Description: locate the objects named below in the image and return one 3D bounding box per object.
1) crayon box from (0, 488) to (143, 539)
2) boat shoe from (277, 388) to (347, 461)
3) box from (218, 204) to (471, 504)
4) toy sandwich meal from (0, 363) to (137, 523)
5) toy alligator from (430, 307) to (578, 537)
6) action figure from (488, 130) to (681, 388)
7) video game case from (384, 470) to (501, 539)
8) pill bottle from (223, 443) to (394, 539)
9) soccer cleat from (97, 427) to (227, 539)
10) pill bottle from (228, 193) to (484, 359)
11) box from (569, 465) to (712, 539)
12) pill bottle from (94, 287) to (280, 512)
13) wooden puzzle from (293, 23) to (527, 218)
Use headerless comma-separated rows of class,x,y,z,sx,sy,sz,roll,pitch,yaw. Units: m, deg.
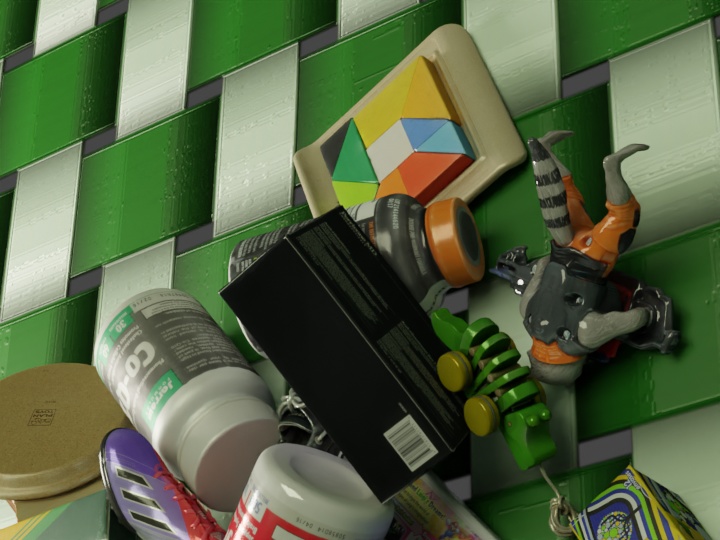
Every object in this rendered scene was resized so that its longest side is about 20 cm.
crayon box,-0.245,0.255,1.646,0.199,0.126,0.052,-23,52,30
boat shoe,-0.036,0.127,1.555,0.073,0.068,0.200,-17,42,56
box,0.000,0.060,1.464,0.079,0.141,0.200,-39,88,22
toy sandwich meal,-0.277,0.162,1.736,0.204,0.071,0.206,-7,34,4
toy alligator,0.116,0.101,1.426,0.201,0.059,0.054,58,144,19
action figure,0.145,-0.007,1.459,0.199,0.104,0.195,13,103,50
video game case,0.012,0.240,1.503,0.182,0.024,0.200,-52,43,4
pill bottle,-0.060,0.242,1.450,0.112,0.112,0.201,37,109,47
soccer cleat,-0.141,0.209,1.555,0.073,0.068,0.201,-33,82,38
pill bottle,0.000,0.000,1.583,0.199,0.106,0.107,-16,55,20
box,0.224,0.227,1.288,0.064,0.070,0.200,-47,44,12
pill bottle,-0.142,0.110,1.649,0.113,0.113,0.200,-51,43,6
wooden puzzle,0.035,-0.102,1.674,0.200,0.037,0.186,-38,46,18
